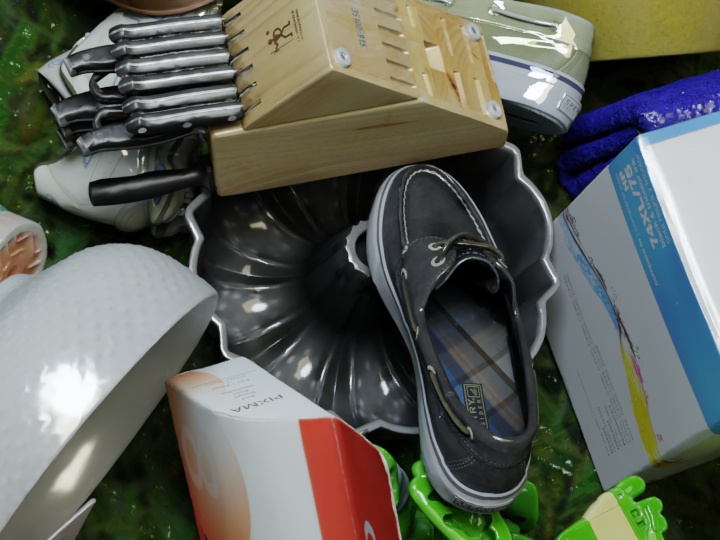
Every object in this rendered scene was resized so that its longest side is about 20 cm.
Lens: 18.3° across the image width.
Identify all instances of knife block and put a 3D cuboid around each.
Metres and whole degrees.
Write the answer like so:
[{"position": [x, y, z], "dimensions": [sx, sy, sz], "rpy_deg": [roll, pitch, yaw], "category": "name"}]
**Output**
[{"position": [-0.049, -0.079, 1.134], "dimensions": [0.199, 0.175, 0.064], "rpy_deg": [13, 56, -46], "category": "knife block"}]

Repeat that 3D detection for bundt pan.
[{"position": [0.000, 0.000, 1.186], "dimensions": [0.200, 0.076, 0.204], "rpy_deg": [4, 70, -12], "category": "bundt pan"}]

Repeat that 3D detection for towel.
[{"position": [0.215, -0.096, 1.234], "dimensions": [0.199, 0.148, 0.050], "rpy_deg": [-17, 85, -17], "category": "towel"}]

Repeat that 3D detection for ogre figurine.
[{"position": [0.071, 0.144, 1.129], "dimensions": [0.198, 0.120, 0.099], "rpy_deg": [3, 66, -14], "category": "ogre figurine"}]

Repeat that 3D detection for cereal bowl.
[{"position": [-0.158, 0.064, 1.061], "dimensions": [0.083, 0.200, 0.200], "rpy_deg": [37, 66, 5], "category": "cereal bowl"}]

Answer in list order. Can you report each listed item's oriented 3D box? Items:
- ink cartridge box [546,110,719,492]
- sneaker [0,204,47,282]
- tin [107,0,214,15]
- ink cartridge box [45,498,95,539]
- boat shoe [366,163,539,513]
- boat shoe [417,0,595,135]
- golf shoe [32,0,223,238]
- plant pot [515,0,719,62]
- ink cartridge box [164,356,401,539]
[{"position": [0.196, 0.010, 1.161], "dimensions": [0.146, 0.200, 0.147], "rpy_deg": [-17, 78, -18], "category": "ink cartridge box"}, {"position": [-0.237, 0.050, 1.123], "dimensions": [0.079, 0.071, 0.201], "rpy_deg": [22, 74, 24], "category": "sneaker"}, {"position": [-0.136, -0.208, 1.202], "dimensions": [0.199, 0.042, 0.112], "rpy_deg": [23, 70, 27], "category": "tin"}, {"position": [-0.179, 0.208, 1.047], "dimensions": [0.068, 0.115, 0.200], "rpy_deg": [44, 67, 4], "category": "ink cartridge box"}, {"position": [0.049, 0.018, 1.092], "dimensions": [0.069, 0.066, 0.201], "rpy_deg": [5, 52, -15], "category": "boat shoe"}, {"position": [0.034, -0.129, 1.222], "dimensions": [0.199, 0.072, 0.062], "rpy_deg": [19, 78, 16], "category": "boat shoe"}, {"position": [-0.124, -0.119, 1.204], "dimensions": [0.096, 0.078, 0.201], "rpy_deg": [8, 65, 0], "category": "golf shoe"}, {"position": [0.152, -0.190, 1.248], "dimensions": [0.198, 0.200, 0.143], "rpy_deg": [-5, 95, -15], "category": "plant pot"}, {"position": [-0.028, 0.141, 1.035], "dimensions": [0.050, 0.200, 0.164], "rpy_deg": [-15, 105, -16], "category": "ink cartridge box"}]
